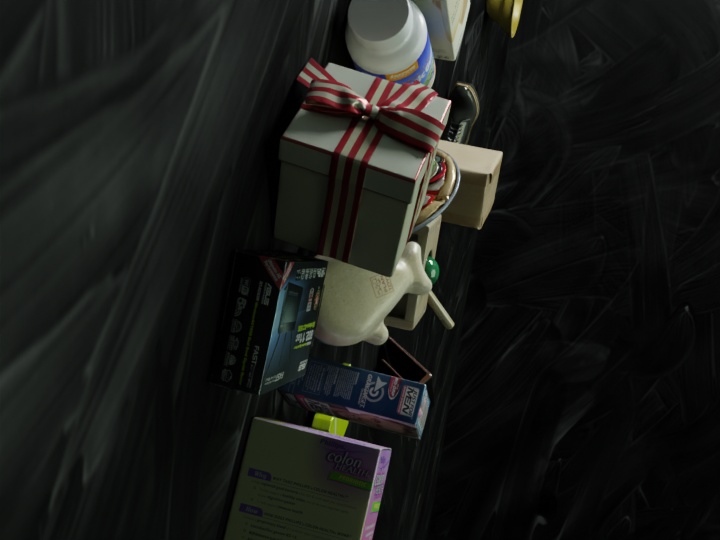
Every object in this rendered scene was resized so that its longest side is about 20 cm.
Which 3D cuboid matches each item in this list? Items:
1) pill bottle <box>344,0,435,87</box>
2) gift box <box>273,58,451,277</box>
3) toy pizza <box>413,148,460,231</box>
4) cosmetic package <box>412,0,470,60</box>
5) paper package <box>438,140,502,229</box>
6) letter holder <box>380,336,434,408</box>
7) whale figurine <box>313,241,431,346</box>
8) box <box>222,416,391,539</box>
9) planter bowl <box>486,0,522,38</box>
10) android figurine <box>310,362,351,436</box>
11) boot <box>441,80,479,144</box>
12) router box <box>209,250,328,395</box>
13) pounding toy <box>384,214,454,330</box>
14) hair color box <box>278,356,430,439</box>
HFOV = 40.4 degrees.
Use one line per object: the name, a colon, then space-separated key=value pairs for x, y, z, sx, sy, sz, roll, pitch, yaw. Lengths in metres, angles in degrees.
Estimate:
pill bottle: x=0.040 y=-0.308 z=1.337 sx=0.200 sy=0.111 sz=0.113 roll=48 pitch=55 yaw=-75
gift box: x=-0.002 y=-0.140 z=1.174 sx=0.187 sy=0.183 sz=0.201 roll=102 pitch=5 yaw=-48
toy pizza: x=0.036 y=-0.114 z=1.327 sx=0.201 sy=0.199 sz=0.032 roll=-68 pitch=147 yaw=-40
cosmetic package: x=0.108 y=-0.395 z=1.396 sx=0.200 sy=0.071 sz=0.106 roll=56 pitch=48 yaw=-73
paper package: x=0.139 y=-0.164 z=1.730 sx=0.191 sy=0.199 sz=0.104 roll=-53 pitch=153 yaw=-65
letter holder: x=0.075 y=0.246 z=2.117 sx=0.100 sy=0.142 sz=0.200 roll=-41 pitch=157 yaw=-13
whale figurine: x=-0.002 y=0.025 z=1.338 sx=0.104 sy=0.199 sz=0.160 roll=-11 pitch=-80 yaw=63
box: x=-0.070 y=0.309 z=1.268 sx=0.097 sy=0.175 sz=0.201 roll=42 pitch=60 yaw=-76
planter bowl: x=0.382 y=-0.725 z=2.592 sx=0.200 sy=0.083 sz=0.202 roll=11 pitch=90 yaw=-77
android figurine: x=-0.052 y=0.252 z=1.622 sx=0.201 sy=0.041 sz=0.183 roll=-66 pitch=163 yaw=-48
boot: x=0.218 y=-0.321 z=2.261 sx=0.201 sy=0.077 sz=0.139 roll=87 pitch=23 yaw=-46
router box: x=-0.102 y=0.056 z=1.147 sx=0.200 sy=0.062 sz=0.151 roll=-5 pitch=108 yaw=-78
pounding toy: x=0.048 y=-0.001 z=1.458 sx=0.142 sy=0.199 sz=0.185 roll=-43 pitch=143 yaw=-71
hair color box: x=-0.006 y=0.177 z=1.378 sx=0.100 sy=0.199 sz=0.061 roll=69 pitch=35 yaw=-68
